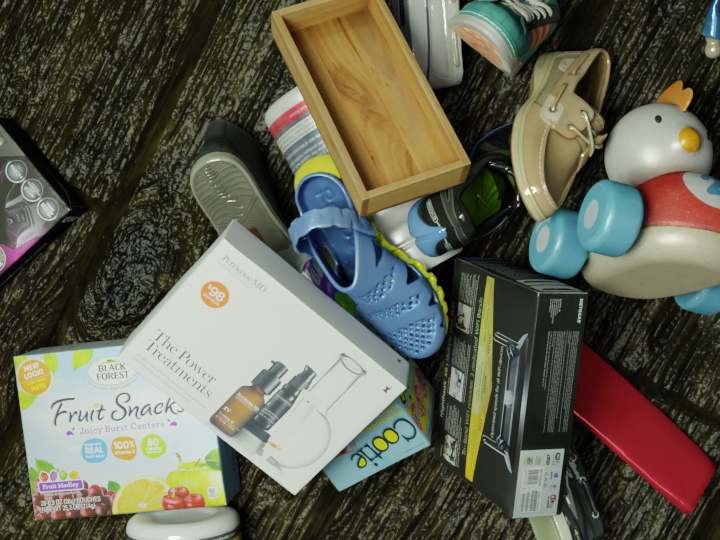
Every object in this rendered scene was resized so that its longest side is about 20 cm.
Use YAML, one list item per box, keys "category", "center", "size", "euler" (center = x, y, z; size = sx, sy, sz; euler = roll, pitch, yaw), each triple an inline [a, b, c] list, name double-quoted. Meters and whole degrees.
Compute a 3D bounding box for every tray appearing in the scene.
- category: "tray"
  center: [0.006, -0.149, 1.053]
  size: [0.099, 0.037, 0.200]
  euler: [-20, 67, -14]

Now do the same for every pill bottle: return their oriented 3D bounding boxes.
- category: "pill bottle"
  center: [0.008, -0.085, 1.137]
  size: [0.119, 0.120, 0.200]
  euler: [-29, 89, 10]
- category: "pill bottle"
  center: [-0.168, 0.335, 1.197]
  size: [0.112, 0.112, 0.200]
  euler: [-2, 93, 9]

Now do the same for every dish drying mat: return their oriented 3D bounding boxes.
- category: "dish drying mat"
  center: [0.243, 0.137, 1.144]
  size: [0.200, 0.077, 0.018]
  euler: [41, 141, 5]

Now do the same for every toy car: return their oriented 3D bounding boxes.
- category: "toy car"
  center: [0.269, -0.083, 1.077]
  size: [0.184, 0.177, 0.200]
  euler: [13, 75, -15]

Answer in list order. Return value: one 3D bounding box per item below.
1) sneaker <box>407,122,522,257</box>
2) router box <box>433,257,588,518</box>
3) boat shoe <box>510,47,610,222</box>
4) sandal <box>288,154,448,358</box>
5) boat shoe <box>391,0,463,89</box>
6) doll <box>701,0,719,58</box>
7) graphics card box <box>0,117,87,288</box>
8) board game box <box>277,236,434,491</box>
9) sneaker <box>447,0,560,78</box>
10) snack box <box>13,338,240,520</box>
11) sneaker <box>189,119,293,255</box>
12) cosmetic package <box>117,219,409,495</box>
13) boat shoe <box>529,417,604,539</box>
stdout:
- category: "sneaker"
  center: [0.122, -0.074, 1.096]
  size: [0.083, 0.200, 0.071]
  euler: [-13, 111, 44]
- category: "router box"
  center: [0.130, 0.099, 1.100]
  size: [0.052, 0.157, 0.200]
  euler: [1, 102, -23]
- category: "boat shoe"
  center: [0.180, -0.128, 1.076]
  size: [0.064, 0.200, 0.071]
  euler: [-9, 136, 30]
- category: "sandal"
  center: [0.000, 0.000, 1.055]
  size: [0.079, 0.087, 0.200]
  euler: [-33, 102, 29]
- category: "boat shoe"
  center: [0.070, -0.269, 1.148]
  size: [0.070, 0.071, 0.200]
  euler: [-2, 90, -18]
- category: "doll"
  center: [0.379, -0.218, 1.103]
  size: [0.136, 0.048, 0.200]
  euler: [-28, 83, 19]
- category: "graphics card box"
  center: [-0.390, -0.044, 1.240]
  size: [0.200, 0.051, 0.126]
  euler: [-40, 87, 9]
- category: "board game box"
  center: [-0.028, 0.082, 1.128]
  size: [0.105, 0.103, 0.200]
  euler: [-29, 108, 17]
- category: "sneaker"
  center: [0.130, -0.220, 1.066]
  size: [0.071, 0.200, 0.080]
  euler: [39, 101, 4]
- category: "snack box"
  center: [-0.230, 0.152, 1.218]
  size: [0.200, 0.068, 0.169]
  euler: [-6, 93, 8]
- category: "sneaker"
  center: [-0.097, -0.049, 1.187]
  size: [0.075, 0.106, 0.200]
  euler: [-17, 121, 10]
- category: "cosmetic package"
  center: [-0.081, 0.077, 1.047]
  size: [0.200, 0.052, 0.151]
  euler: [39, 109, -11]
- category: "boat shoe"
  center: [0.181, 0.168, 1.153]
  size: [0.066, 0.075, 0.200]
  euler: [-10, 71, -20]
